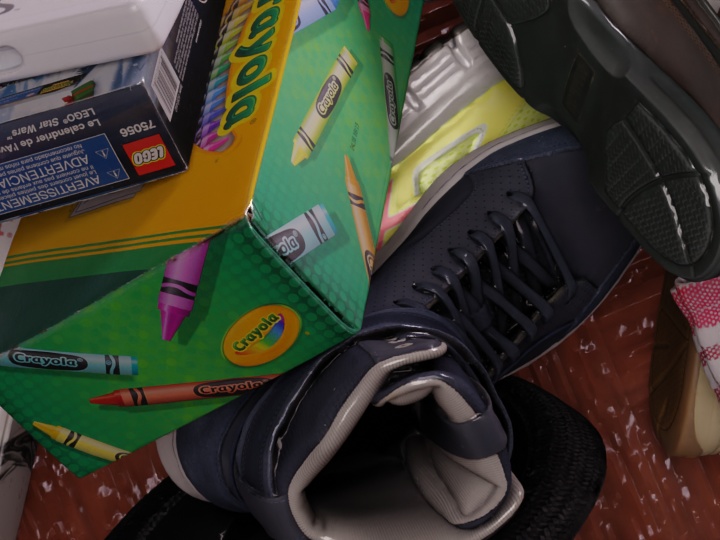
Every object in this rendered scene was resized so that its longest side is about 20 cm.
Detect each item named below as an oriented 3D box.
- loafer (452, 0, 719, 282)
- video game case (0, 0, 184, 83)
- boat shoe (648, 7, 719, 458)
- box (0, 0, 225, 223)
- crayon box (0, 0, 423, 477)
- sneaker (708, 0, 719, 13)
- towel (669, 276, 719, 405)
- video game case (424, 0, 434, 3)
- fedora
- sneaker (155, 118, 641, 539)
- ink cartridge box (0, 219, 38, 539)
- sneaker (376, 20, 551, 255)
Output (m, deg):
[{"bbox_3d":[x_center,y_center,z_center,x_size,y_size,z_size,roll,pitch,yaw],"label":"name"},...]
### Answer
[{"bbox_3d":[0.086,-0.083,1.001,0.063,0.072,0.200,-17,62,-29],"label":"loafer"},{"bbox_3d":[-0.122,-0.125,1.017,0.182,0.200,0.023,-9,127,24],"label":"video game case"},{"bbox_3d":[0.154,-0.027,1.046,0.072,0.072,0.201,6,107,-9],"label":"boat shoe"},{"bbox_3d":[-0.113,-0.089,1.019,0.136,0.200,0.040,-14,125,18],"label":"box"},{"bbox_3d":[-0.049,-0.036,1.000,0.119,0.200,0.058,-28,120,28],"label":"crayon box"},{"bbox_3d":[0.135,-0.126,1.068,0.072,0.072,0.200,-41,86,-1],"label":"sneaker"},{"bbox_3d":[0.209,0.052,1.031,0.146,0.030,0.200,-27,111,2],"label":"towel"},{"bbox_3d":[0.031,-0.191,1.057,0.199,0.022,0.183,-11,90,29],"label":"video game case"},{"bbox_3d":[0.001,0.120,1.029,0.200,0.201,0.092,-18,116,3],"label":"fedora"},{"bbox_3d":[0.041,0.022,0.972,0.202,0.146,0.077,-37,106,-13],"label":"sneaker"},{"bbox_3d":[-0.190,0.049,1.073,0.145,0.084,0.201,13,86,5],"label":"ink cartridge box"},{"bbox_3d":[0.000,0.000,1.069,0.200,0.078,0.090,-41,94,5],"label":"sneaker"}]
